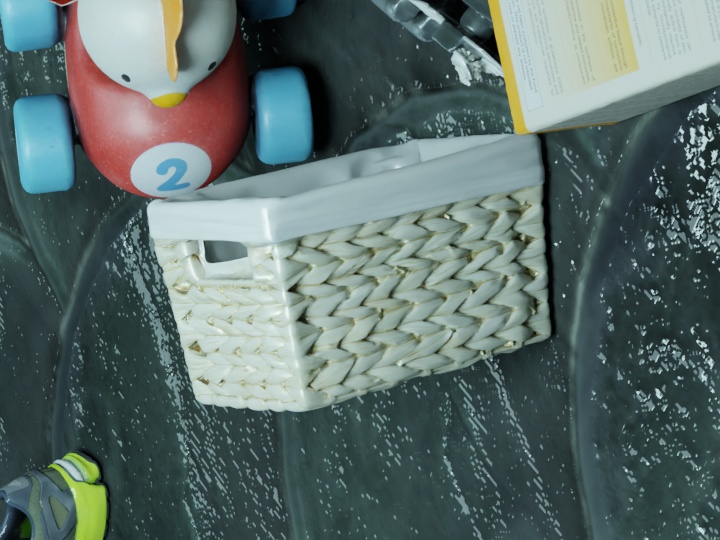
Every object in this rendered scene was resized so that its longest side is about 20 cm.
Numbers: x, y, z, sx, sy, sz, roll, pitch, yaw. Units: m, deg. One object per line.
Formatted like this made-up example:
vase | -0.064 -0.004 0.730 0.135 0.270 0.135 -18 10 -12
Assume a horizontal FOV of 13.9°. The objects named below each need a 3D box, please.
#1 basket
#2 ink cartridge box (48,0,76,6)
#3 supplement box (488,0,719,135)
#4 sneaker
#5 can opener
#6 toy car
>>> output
basket | 0.000 0.000 1.685 0.135 0.200 0.124 1 103 55
ink cartridge box | -0.123 -0.207 1.669 0.047 0.160 0.200 68 170 -16
supplement box | 0.153 -0.154 1.536 0.200 0.073 0.126 -17 82 55
sneaker | -0.237 0.232 2.161 0.074 0.081 0.200 21 113 52
can opener | 0.039 -0.166 1.730 0.067 0.053 0.200 -53 48 2
toy car | -0.121 -0.133 1.774 0.200 0.184 0.177 -179 82 -84
